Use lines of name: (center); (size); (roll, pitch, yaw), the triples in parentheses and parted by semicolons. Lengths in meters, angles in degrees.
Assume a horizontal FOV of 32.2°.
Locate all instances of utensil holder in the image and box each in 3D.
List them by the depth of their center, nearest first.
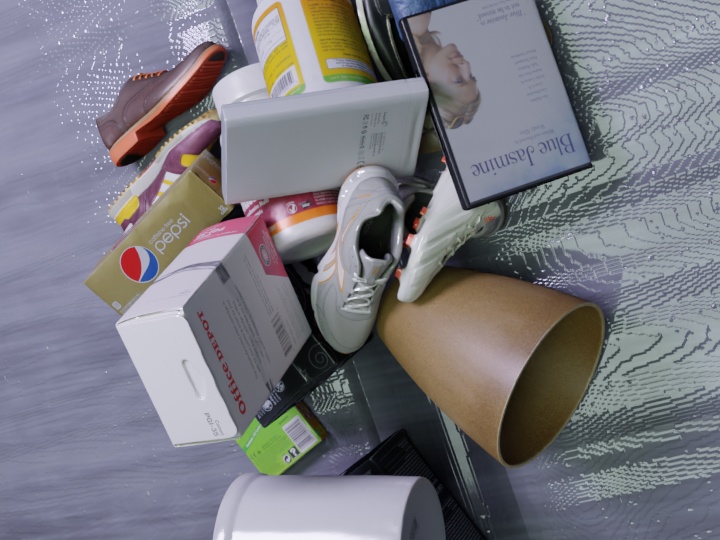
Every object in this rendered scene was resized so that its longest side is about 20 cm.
utensil holder: (-0.027, 0.294, 1.288); (0.199, 0.170, 0.171); (-3, 100, 20)

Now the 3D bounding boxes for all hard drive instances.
hard drive: (-0.038, -0.127, 1.233); (0.199, 0.132, 0.027); (-10, 57, -13)

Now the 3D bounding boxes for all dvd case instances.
dvd case: (0.134, -0.174, 1.238); (0.142, 0.018, 0.201); (-19, 90, -14)

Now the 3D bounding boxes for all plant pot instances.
plant pot: (0.119, 0.075, 1.299); (0.200, 0.186, 0.187); (29, 112, 30)

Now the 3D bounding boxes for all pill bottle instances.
pill bottle: (-0.050, -0.228, 1.292); (0.111, 0.111, 0.201); (-30, 59, 25)
pill bottle: (-0.087, -0.116, 1.349); (0.109, 0.109, 0.201); (-27, 76, 25)

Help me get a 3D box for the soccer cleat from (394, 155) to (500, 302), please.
soccer cleat: (0.098, -0.053, 1.260); (0.077, 0.069, 0.201); (25, 89, -1)

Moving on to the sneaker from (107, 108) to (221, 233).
sneaker: (-0.202, -0.100, 1.442); (0.090, 0.075, 0.200); (46, 120, -3)

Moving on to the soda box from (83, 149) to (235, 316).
soda box: (-0.219, -0.040, 1.394); (0.064, 0.068, 0.200); (42, 115, -12)

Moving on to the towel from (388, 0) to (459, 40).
towel: (0.065, -0.338, 1.256); (0.049, 0.111, 0.201); (8, 115, 67)

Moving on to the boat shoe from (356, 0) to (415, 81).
boat shoe: (0.033, -0.286, 1.299); (0.067, 0.072, 0.201); (-10, 95, 23)

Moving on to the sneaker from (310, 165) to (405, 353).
sneaker: (0.000, 0.000, 1.262); (0.075, 0.092, 0.201); (3, 112, -16)

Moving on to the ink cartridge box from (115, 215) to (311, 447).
ink cartridge box: (-0.140, 0.057, 1.232); (0.082, 0.200, 0.147); (-11, 113, 25)

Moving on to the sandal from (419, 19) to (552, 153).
sandal: (0.113, -0.192, 1.302); (0.200, 0.054, 0.080); (-37, 92, 10)

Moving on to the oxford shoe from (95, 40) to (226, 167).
oxford shoe: (-0.235, -0.205, 1.429); (0.200, 0.071, 0.073); (-39, 81, 25)

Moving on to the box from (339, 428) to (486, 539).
box: (0.017, 0.319, 1.421); (0.200, 0.104, 0.182); (-41, 86, 24)

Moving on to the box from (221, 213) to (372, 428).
box: (-0.107, 0.050, 1.408); (0.132, 0.115, 0.200); (-42, 84, 26)

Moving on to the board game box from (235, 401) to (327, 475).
board game box: (-0.136, 0.147, 1.488); (0.095, 0.030, 0.200); (-41, 88, 24)

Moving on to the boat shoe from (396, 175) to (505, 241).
boat shoe: (0.052, -0.064, 1.341); (0.199, 0.069, 0.071); (2, 106, 23)
